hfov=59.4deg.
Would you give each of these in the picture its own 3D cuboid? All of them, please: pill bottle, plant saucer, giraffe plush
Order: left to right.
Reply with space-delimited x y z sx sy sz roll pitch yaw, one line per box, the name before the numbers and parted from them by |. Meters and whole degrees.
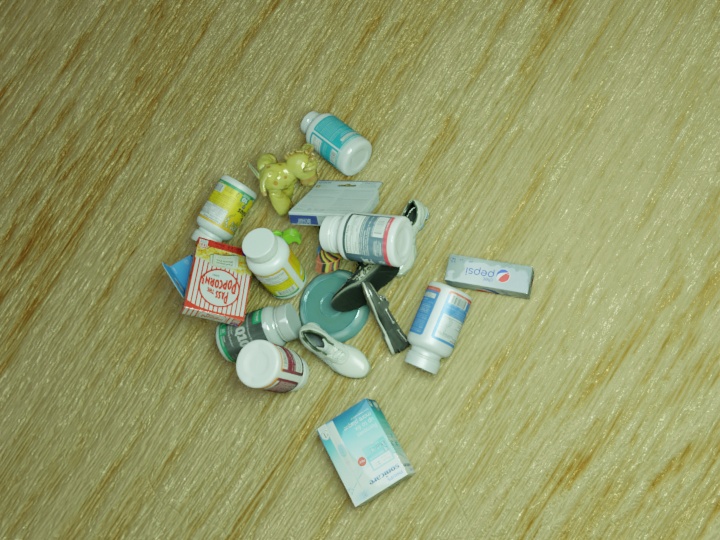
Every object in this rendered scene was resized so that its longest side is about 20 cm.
pill bottle | -0.387 -0.155 1.768 0.113 0.113 0.200 28 85 24
pill bottle | -0.262 0.158 1.635 0.200 0.113 0.113 -20 69 13
pill bottle | -0.221 -0.019 1.606 0.113 0.200 0.113 -8 60 13
pill bottle | -0.208 0.240 1.545 0.114 0.200 0.114 -5 73 18
giraffe plush | -0.185 -0.265 1.684 0.162 0.200 0.173 -22 70 8
plant saucer | -0.072 0.090 1.635 0.200 0.027 0.200 -6 73 19
pill bottle | -0.072 -0.353 1.714 0.200 0.111 0.111 42 91 24
pill bottle | 0.011 -0.077 1.488 0.200 0.120 0.120 8 78 27
pill bottle | 0.177 0.137 1.487 0.112 0.112 0.200 21 83 23

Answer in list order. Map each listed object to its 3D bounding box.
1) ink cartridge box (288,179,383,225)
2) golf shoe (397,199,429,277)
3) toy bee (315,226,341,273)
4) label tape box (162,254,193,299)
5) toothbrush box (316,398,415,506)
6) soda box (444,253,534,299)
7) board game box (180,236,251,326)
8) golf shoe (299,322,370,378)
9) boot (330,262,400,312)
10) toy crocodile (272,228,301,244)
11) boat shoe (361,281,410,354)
ink cartridge box | -0.059 -0.177 1.659 0.199 0.041 0.200 5 34 22
golf shoe | 0.107 -0.086 1.584 0.078 0.097 0.200 14 82 20
toy bee | -0.057 -0.074 1.634 0.109 0.131 0.200 6 64 -4
label tape box | -0.416 0.034 1.676 0.066 0.200 0.143 -42 66 6
toothbrush box | 0.012 0.424 1.479 0.146 0.085 0.200 -33 68 8
soda box | 0.306 0.015 1.502 0.200 0.063 0.068 9 77 21
board game box | -0.358 0.028 1.598 0.151 0.046 0.200 15 60 -21
golf shoe | -0.069 0.202 1.544 0.200 0.097 0.078 30 89 7
boot | 0.002 0.000 1.595 0.204 0.073 0.154 -39 36 17
toy crocodile | -0.249 -0.047 1.721 0.200 0.062 0.068 -39 27 7
boat shoe | 0.062 0.108 1.529 0.057 0.067 0.200 -25 104 -7
